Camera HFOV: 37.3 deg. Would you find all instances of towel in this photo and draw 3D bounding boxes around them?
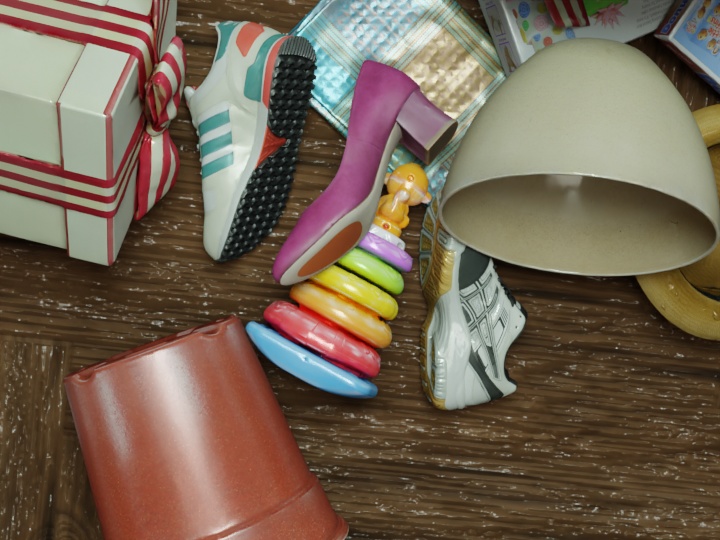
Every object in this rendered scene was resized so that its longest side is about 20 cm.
[{"bbox_3d":[0.041,-0.161,0.893,0.200,0.022,0.147,42,95,-9],"label":"towel"}]

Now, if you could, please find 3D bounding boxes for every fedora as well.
[{"bbox_3d":[0.305,-0.044,0.900,0.200,0.082,0.201,-1,102,-5],"label":"fedora"}]

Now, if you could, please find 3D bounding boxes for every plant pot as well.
[{"bbox_3d":[-0.135,0.150,0.855,0.200,0.201,0.196,-19,92,-1],"label":"plant pot"},{"bbox_3d":[0.166,-0.091,0.792,0.200,0.200,0.135,12,73,-6],"label":"plant pot"}]

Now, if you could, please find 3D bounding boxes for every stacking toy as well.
[{"bbox_3d":[0.000,0.000,0.884,0.116,0.110,0.200,27,87,7],"label":"stacking toy"}]

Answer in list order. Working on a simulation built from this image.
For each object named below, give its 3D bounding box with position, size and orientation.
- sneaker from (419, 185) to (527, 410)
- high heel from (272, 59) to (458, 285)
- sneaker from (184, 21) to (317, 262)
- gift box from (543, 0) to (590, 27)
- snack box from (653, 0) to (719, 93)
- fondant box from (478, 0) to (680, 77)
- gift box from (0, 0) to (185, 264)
[{"bbox_3d":[0.098,0.020,0.906,0.087,0.076,0.200,-3,111,-10],"label":"sneaker"},{"bbox_3d":[-0.019,-0.079,0.842,0.096,0.067,0.200,39,68,16],"label":"high heel"},{"bbox_3d":[-0.104,-0.109,0.878,0.093,0.070,0.200,28,114,25],"label":"sneaker"},{"bbox_3d":[0.186,-0.264,0.733,0.200,0.186,0.185,-6,104,-47],"label":"gift box"},{"bbox_3d":[0.333,-0.167,0.882,0.200,0.024,0.072,31,97,-26],"label":"snack box"},{"bbox_3d":[0.157,-0.268,0.858,0.144,0.058,0.200,-24,99,-7],"label":"fondant box"},{"bbox_3d":[-0.219,-0.142,0.777,0.186,0.185,0.200,15,58,-2],"label":"gift box"}]
